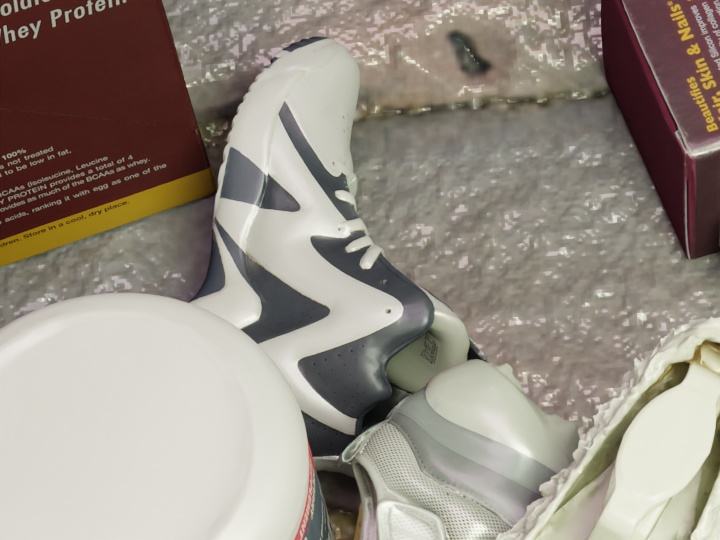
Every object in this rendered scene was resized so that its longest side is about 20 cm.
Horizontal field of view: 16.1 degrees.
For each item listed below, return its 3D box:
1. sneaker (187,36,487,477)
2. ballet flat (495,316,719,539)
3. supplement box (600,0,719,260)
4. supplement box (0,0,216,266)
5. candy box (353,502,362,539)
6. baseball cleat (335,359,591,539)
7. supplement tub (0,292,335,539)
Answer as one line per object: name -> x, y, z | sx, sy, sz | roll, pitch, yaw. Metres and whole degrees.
sneaker -> 0.000, 0.000, 1.063 | 0.129, 0.080, 0.199 | 13, 61, 14
ballet flat -> 0.071, 0.095, 0.805 | 0.072, 0.072, 0.200 | 26, 76, 22
supplement box -> 0.214, -0.096, 1.088 | 0.200, 0.086, 0.110 | -17, 57, -4
supplement box -> -0.186, -0.107, 1.084 | 0.197, 0.200, 0.133 | -19, 58, -4
candy box -> 0.036, 0.191, 0.910 | 0.056, 0.117, 0.200 | -16, 50, 37
baseball cleat -> 0.069, 0.128, 0.864 | 0.106, 0.070, 0.200 | -35, 73, -16
supplement tub -> -0.077, 0.112, 0.930 | 0.140, 0.200, 0.141 | -4, 58, 6
